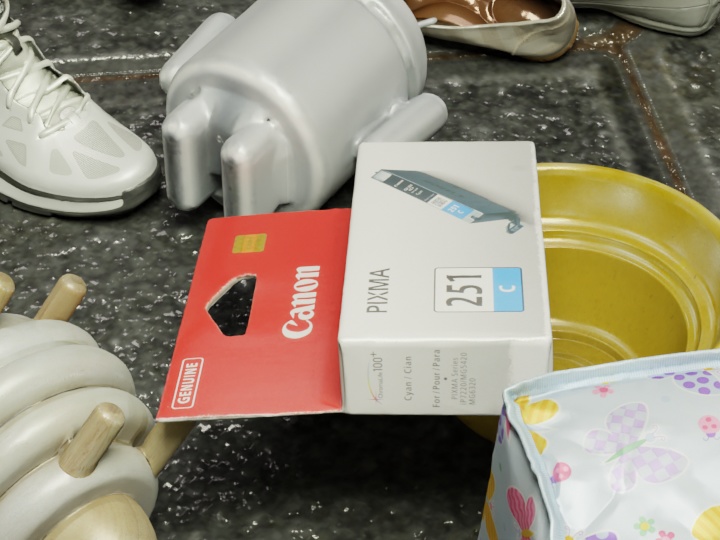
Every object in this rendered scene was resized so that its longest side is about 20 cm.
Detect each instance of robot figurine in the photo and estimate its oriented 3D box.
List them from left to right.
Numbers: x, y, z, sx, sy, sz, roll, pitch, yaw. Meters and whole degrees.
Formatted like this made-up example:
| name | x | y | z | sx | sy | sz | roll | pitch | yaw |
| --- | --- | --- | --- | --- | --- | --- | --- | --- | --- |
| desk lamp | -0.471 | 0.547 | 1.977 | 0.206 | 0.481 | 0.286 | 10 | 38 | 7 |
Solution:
| name | x | y | z | sx | sy | sz | roll | pitch | yaw |
| --- | --- | --- | --- | --- | --- | --- | --- | --- | --- |
| robot figurine | -0.036 | -0.105 | 1.057 | 0.169 | 0.113 | 0.200 | 26 | 49 | 20 |

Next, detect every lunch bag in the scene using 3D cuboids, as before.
| name | x | y | z | sx | sy | sz | roll | pitch | yaw |
| --- | --- | --- | --- | --- | --- | --- | --- | --- | --- |
| lunch bag | 0.158 | 0.119 | 0.798 | 0.199 | 0.170 | 0.127 | -8 | 50 | -9 |

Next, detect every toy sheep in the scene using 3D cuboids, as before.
| name | x | y | z | sx | sy | sz | roll | pitch | yaw |
| --- | --- | --- | --- | --- | --- | --- | --- | --- | --- |
| toy sheep | -0.161 | 0.078 | 0.846 | 0.138 | 0.138 | 0.200 | -26 | 57 | -27 |

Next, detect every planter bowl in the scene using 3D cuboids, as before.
| name | x | y | z | sx | sy | sz | roll | pitch | yaw |
| --- | --- | --- | --- | --- | --- | --- | --- | --- | --- |
| planter bowl | 0.098 | 0.035 | 0.934 | 0.200 | 0.084 | 0.201 | -3 | 38 | 3 |

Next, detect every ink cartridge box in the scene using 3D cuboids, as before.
| name | x | y | z | sx | sy | sz | roll | pitch | yaw |
| --- | --- | --- | --- | --- | --- | --- | --- | --- | --- |
| ink cartridge box | 0.000 | 0.000 | 0.863 | 0.176 | 0.045 | 0.200 | -1 | 29 | 3 |

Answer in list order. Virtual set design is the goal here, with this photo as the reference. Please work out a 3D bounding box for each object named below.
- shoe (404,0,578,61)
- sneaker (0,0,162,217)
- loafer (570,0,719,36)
| name | x | y | z | sx | sy | sz | roll | pitch | yaw |
| --- | --- | --- | --- | --- | --- | --- | --- | --- | --- |
| shoe | 0.045 | -0.187 | 1.172 | 0.199 | 0.053 | 0.070 | 15 | 90 | 9 |
| sneaker | -0.205 | -0.111 | 1.051 | 0.200 | 0.116 | 0.076 | 24 | 47 | 20 |
| loafer | 0.147 | -0.209 | 1.203 | 0.199 | 0.070 | 0.070 | 10 | 59 | 8 |
